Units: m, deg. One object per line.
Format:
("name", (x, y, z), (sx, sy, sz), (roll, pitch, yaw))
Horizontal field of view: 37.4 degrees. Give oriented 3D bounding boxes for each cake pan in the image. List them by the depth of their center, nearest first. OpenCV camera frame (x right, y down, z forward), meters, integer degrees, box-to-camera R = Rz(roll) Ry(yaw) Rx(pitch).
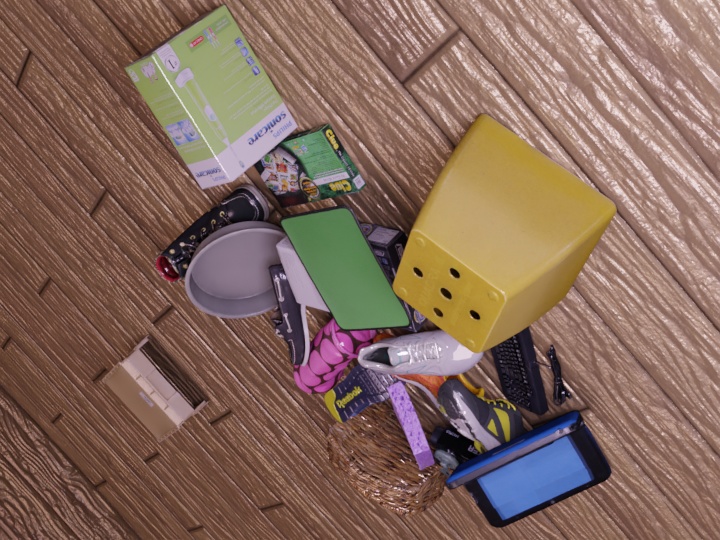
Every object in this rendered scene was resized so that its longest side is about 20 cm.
("cake pan", (-0.184, -0.004, 1.695), (0.201, 0.199, 0.037), (89, 165, -47))

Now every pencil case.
("pencil case", (-0.040, 0.135, 1.758), (0.093, 0.091, 0.200), (10, 154, -19))

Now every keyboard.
("keyboard", (0.233, 0.129, 1.495), (0.127, 0.021, 0.201), (15, 137, 40))

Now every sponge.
("sponge", (0.080, 0.248, 1.679), (0.200, 0.030, 0.112), (70, 176, -72))

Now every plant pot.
("plant pot", (0.151, -0.024, 1.272), (0.200, 0.176, 0.200), (36, 147, 13))

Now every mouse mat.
("mouse mat", (-0.022, 0.001, 1.485), (0.160, 0.008, 0.201), (-6, 120, 49))

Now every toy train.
("toy train", (0.202, 0.313, 1.687), (0.199, 0.085, 0.114), (23, 154, 29))

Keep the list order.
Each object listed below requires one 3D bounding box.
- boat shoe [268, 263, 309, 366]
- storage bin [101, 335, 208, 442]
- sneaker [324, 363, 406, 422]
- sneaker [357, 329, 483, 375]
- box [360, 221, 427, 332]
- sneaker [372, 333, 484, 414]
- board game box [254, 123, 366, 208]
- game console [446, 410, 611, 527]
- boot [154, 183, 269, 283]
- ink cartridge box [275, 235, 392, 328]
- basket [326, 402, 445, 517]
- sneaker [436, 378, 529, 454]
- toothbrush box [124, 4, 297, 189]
("boat shoe", (-0.116, 0.072, 1.709), (0.074, 0.060, 0.201), (-117, 23, -50))
("storage bin", (-0.462, 0.267, 2.387), (0.200, 0.094, 0.198), (48, 147, -3))
("sneaker", (0.019, 0.184, 1.759), (0.200, 0.082, 0.074), (-34, 84, 48))
("sneaker", (0.086, 0.125, 1.559), (0.199, 0.080, 0.071), (-12, 83, 31))
("box", (0.000, 0.000, 1.598), (0.199, 0.044, 0.161), (13, 136, 41))
("sneaker", (0.107, 0.150, 1.638), (0.199, 0.073, 0.077), (34, 122, 16))
("board game box", (-0.082, -0.148, 1.548), (0.199, 0.023, 0.105), (-6, 119, 52))
("game console", (0.240, 0.291, 1.489), (0.119, 0.199, 0.171), (63, -168, 7))
("boot", (-0.239, -0.055, 1.708), (0.074, 0.154, 0.203), (52, 149, -8))
("ink cartridge box", (-0.026, 0.011, 1.553), (0.199, 0.050, 0.109), (14, 134, 40))
("basket", (0.039, 0.341, 1.840), (0.199, 0.143, 0.149), (32, 145, 21))
("sneaker", (0.187, 0.216, 1.569), (0.200, 0.085, 0.074), (51, 163, -30))
("toothbrush box", (-0.204, -0.238, 1.472), (0.086, 0.146, 0.201), (-7, 121, 52))
